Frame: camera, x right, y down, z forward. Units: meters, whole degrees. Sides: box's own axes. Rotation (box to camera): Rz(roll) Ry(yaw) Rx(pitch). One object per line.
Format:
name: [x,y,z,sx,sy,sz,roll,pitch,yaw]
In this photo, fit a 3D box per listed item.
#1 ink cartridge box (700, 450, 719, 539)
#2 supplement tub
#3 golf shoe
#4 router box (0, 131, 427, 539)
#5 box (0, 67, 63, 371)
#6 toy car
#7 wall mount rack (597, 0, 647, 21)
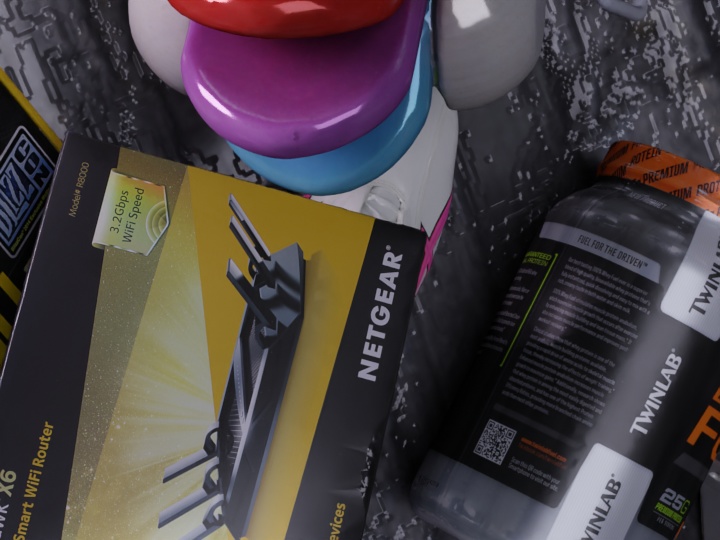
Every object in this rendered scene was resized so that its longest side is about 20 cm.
ink cartridge box: [0.258,0.104,1.045,0.199,0.128,0.126,-6,97,-17]
supplement tub: [0.117,0.049,0.996,0.122,0.122,0.201,28,86,-18]
golf shoe: [0.000,0.000,0.970,0.072,0.092,0.201,25,85,-18]
router box: [-0.071,0.062,0.866,0.156,0.052,0.201,15,75,-9]
box: [-0.197,0.001,0.858,0.160,0.049,0.201,55,48,-38]
toy car: [-0.020,-0.114,0.844,0.174,0.201,0.151,3,49,10]
wall mount rack: [0.158,-0.212,0.961,0.074,0.199,0.175,10,70,-57]
